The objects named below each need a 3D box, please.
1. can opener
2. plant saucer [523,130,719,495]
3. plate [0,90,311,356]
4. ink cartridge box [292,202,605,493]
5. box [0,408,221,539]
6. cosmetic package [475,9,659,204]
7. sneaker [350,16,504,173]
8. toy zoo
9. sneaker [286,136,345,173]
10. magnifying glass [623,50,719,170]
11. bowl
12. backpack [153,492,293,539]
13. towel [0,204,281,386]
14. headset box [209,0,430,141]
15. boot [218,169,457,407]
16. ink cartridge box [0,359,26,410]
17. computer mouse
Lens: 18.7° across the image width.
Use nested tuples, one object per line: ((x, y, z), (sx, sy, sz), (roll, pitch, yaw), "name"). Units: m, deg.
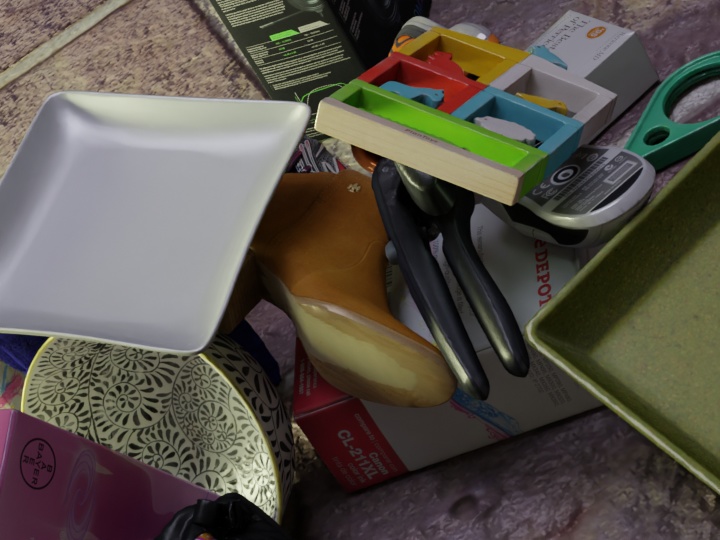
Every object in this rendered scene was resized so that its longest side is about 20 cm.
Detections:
((0.048, -0.004, 1.302), (0.063, 0.079, 0.200), (-31, 52, 18), "can opener")
((0.231, 0.037, 1.255), (0.200, 0.048, 0.200), (39, 72, 26), "plant saucer")
((-0.145, -0.028, 1.361), (0.199, 0.032, 0.200), (4, 53, 25), "plate")
((0.063, 0.040, 1.404), (0.200, 0.083, 0.146), (-20, 36, 17), "ink cartridge box")
((-0.184, 0.192, 1.264), (0.097, 0.200, 0.176), (-4, 68, 35), "box")
((0.113, -0.102, 1.568), (0.200, 0.051, 0.083), (-42, 36, -14), "cosmetic package")
((0.031, -0.115, 1.507), (0.112, 0.078, 0.200), (-42, 9, -10), "sneaker")
((0.074, -0.102, 1.331), (0.131, 0.021, 0.200), (22, 29, 17), "toy zoo")
((-0.037, -0.046, 1.557), (0.081, 0.075, 0.200), (-36, 23, -5), "sneaker")
((0.200, -0.085, 1.504), (0.200, 0.022, 0.080), (-42, 36, -12), "magnifying glass")
((-0.111, 0.105, 1.405), (0.200, 0.201, 0.094), (-4, 19, 35), "bowl")
((-0.036, 0.233, 1.204), (0.127, 0.167, 0.200), (-52, 37, 7), "backpack")
((-0.156, 0.053, 1.464), (0.147, 0.200, 0.050), (-27, 48, 11), "towel")
((-0.037, -0.234, 1.718), (0.093, 0.200, 0.174), (-14, 38, 26), "headset box")
((0.000, 0.000, 1.362), (0.201, 0.071, 0.144), (19, 47, 25), "boot")
((-0.301, 0.075, 1.545), (0.128, 0.200, 0.125), (-24, 35, 13), "ink cartridge box")
((0.115, -0.048, 1.363), (0.110, 0.044, 0.200), (-38, 29, -16), "computer mouse")
